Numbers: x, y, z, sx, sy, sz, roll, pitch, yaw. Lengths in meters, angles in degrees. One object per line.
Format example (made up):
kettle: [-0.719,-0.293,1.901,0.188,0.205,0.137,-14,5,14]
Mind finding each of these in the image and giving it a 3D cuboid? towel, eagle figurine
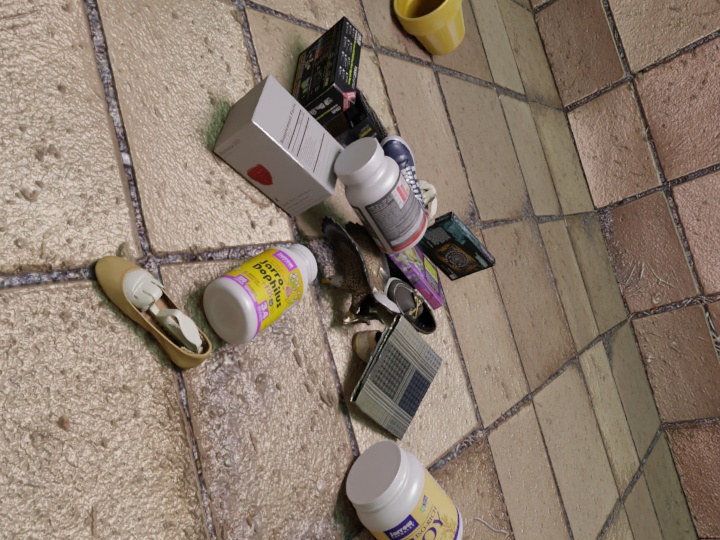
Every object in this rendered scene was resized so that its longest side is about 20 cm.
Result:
towel: [0.072,0.209,1.101,0.200,0.034,0.196,47,68,-42]
eagle figurine: [-0.007,0.000,1.079,0.146,0.151,0.209,2,88,-21]

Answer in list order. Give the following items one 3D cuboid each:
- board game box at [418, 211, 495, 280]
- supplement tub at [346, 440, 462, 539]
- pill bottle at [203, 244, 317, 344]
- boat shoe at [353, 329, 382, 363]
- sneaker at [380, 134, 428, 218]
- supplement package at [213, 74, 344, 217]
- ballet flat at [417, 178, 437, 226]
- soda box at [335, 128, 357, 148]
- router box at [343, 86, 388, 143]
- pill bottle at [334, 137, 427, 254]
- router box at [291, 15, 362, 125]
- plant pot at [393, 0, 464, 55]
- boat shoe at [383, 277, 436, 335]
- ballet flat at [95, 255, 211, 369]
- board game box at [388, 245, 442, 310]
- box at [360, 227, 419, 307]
board game box: [0.227,-0.056,1.390,0.199,0.133,0.029,40,46,-33]
supplement tub: [0.078,0.418,0.996,0.202,0.143,0.147,52,42,-22]
pill bottle: [-0.153,0.027,0.913,0.199,0.102,0.107,-38,104,-51]
boat shoe: [0.069,0.180,1.151,0.199,0.064,0.074,40,47,-33]
sneaker: [0.093,-0.172,1.165,0.111,0.068,0.203,-99,169,-47]
supplement package: [-0.143,-0.218,1.017,0.199,0.119,0.123,39,48,-33]
ballet flat: [0.155,-0.171,1.372,0.068,0.066,0.204,49,28,-37]
soda box: [0.009,-0.207,1.243,0.201,0.062,0.069,49,41,-25]
router box: [0.015,-0.317,1.231,0.149,0.050,0.203,46,19,-41]
pill bottle: [0.039,-0.138,1.053,0.201,0.113,0.118,53,40,-38]
router box: [-0.073,-0.396,1.156,0.061,0.147,0.206,30,53,-37]
plant pot: [0.218,-0.746,1.645,0.188,0.194,0.208,40,45,-54]
boat shoe: [0.109,0.078,1.198,0.074,0.059,0.201,-64,145,-15]
ballet flat: [-0.279,0.052,0.782,0.202,0.062,0.069,52,41,-22]
board game box: [0.111,-0.021,1.220,0.201,0.032,0.121,49,20,-25]
box: [0.067,-0.025,1.254,0.197,0.043,0.166,-17,89,-52]
